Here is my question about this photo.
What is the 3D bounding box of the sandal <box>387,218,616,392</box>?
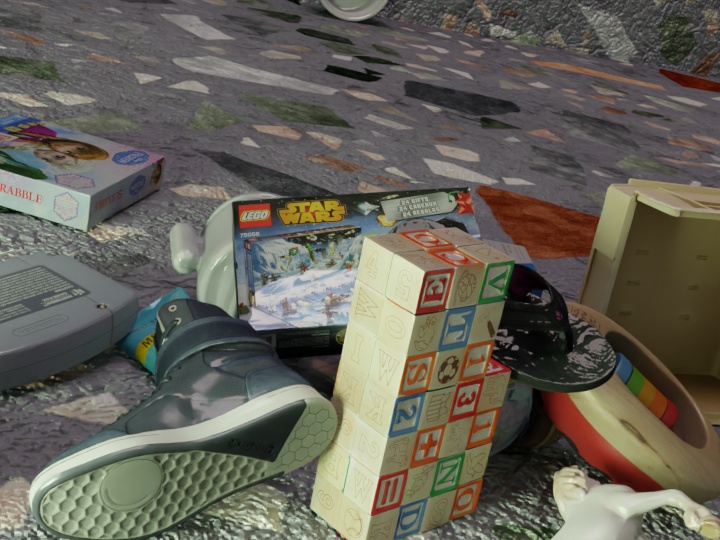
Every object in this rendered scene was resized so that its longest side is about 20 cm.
[{"bbox_3d":[0.096,0.019,0.850,0.199,0.048,0.075,35,55,24],"label":"sandal"}]

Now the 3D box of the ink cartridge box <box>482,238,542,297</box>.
[{"bbox_3d":[0.075,0.007,1.194,0.197,0.068,0.116,10,20,-7],"label":"ink cartridge box"}]

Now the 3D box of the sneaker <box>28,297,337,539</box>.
[{"bbox_3d":[-0.136,0.093,0.778,0.200,0.078,0.146,-15,38,-29],"label":"sneaker"}]

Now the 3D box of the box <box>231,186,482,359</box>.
[{"bbox_3d":[0.000,0.000,0.921,0.197,0.040,0.138,-4,49,-6],"label":"box"}]

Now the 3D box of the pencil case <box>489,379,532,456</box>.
[{"bbox_3d":[0.056,0.062,0.955,0.082,0.091,0.200,2,34,-39],"label":"pencil case"}]

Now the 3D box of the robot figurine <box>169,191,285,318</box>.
[{"bbox_3d":[-0.090,-0.001,1.046,0.168,0.114,0.200,21,18,-14],"label":"robot figurine"}]

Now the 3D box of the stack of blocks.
[{"bbox_3d":[0.043,0.076,0.795,0.114,0.203,0.058,-8,28,-42],"label":"stack of blocks"}]

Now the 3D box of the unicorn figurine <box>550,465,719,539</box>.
[{"bbox_3d":[0.162,0.181,0.770,0.136,0.075,0.199,14,23,37],"label":"unicorn figurine"}]

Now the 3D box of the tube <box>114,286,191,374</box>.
[{"bbox_3d":[-0.126,0.073,0.924,0.077,0.051,0.199,-29,38,-25],"label":"tube"}]

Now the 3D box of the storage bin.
[{"bbox_3d":[0.304,0.029,1.082,0.196,0.203,0.094,4,20,-24],"label":"storage bin"}]

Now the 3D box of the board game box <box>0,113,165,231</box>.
[{"bbox_3d":[-0.343,-0.113,1.292,0.197,0.042,0.200,16,20,8],"label":"board game box"}]

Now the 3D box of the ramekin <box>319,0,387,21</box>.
[{"bbox_3d":[-0.025,-0.716,2.875,0.198,0.203,0.098,6,14,-17],"label":"ramekin"}]

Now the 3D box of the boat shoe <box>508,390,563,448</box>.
[{"bbox_3d":[0.104,0.089,1.015,0.076,0.072,0.200,12,23,-46],"label":"boat shoe"}]

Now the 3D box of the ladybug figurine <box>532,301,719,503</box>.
[{"bbox_3d":[0.201,0.109,0.917,0.200,0.072,0.136,45,28,-3],"label":"ladybug figurine"}]

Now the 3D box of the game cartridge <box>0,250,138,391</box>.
[{"bbox_3d":[-0.277,0.040,0.914,0.132,0.042,0.199,29,30,29],"label":"game cartridge"}]
